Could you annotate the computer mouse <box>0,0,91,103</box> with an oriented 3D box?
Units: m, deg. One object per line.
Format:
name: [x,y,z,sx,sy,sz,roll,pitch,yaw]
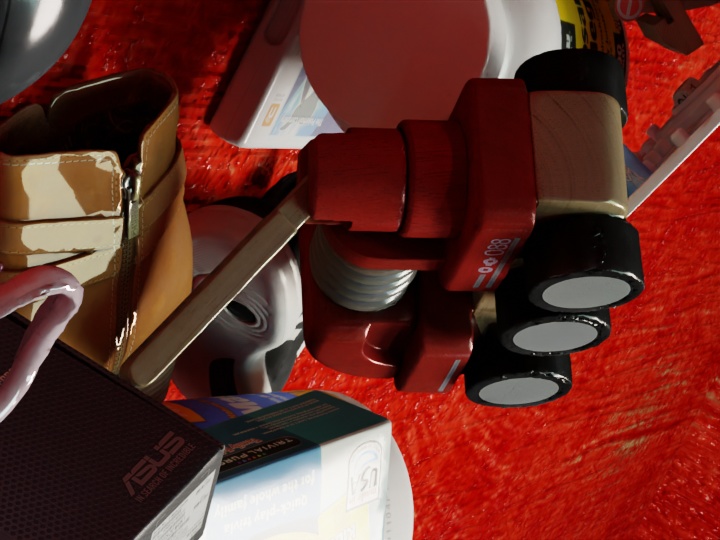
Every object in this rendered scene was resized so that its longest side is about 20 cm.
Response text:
computer mouse: [-0.112,-0.121,0.914,0.140,0.046,0.201,-30,147,-64]

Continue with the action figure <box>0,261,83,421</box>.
action figure: [-0.190,0.049,0.811,0.134,0.148,0.200,-61,180,28]

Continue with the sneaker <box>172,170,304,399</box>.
sneaker: [-0.042,-0.013,1.317,0.112,0.073,0.200,-57,173,-23]

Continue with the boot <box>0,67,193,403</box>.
boot: [-0.131,0.023,1.078,0.200,0.076,0.156,-34,144,-39]

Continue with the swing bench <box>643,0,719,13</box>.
swing bench: [0.161,-0.249,1.357,0.200,0.129,0.200,-53,159,-39]

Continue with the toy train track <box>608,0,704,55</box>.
toy train track: [0.088,-0.175,1.260,0.032,0.201,0.115,-34,-161,-7]

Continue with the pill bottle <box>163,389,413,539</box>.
pill bottle: [-0.080,0.112,1.252,0.199,0.112,0.113,-1,123,-47]

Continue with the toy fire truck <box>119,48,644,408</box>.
toy fire truck: [0.000,0.000,1.144,0.176,0.198,0.130,117,-27,-66]

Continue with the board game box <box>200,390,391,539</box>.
board game box: [-0.058,0.164,1.153,0.150,0.047,0.202,-17,117,-45]

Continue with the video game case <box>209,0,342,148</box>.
video game case: [0.011,-0.140,1.330,0.183,0.023,0.200,-63,165,11]

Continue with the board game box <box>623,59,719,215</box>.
board game box: [0.159,-0.088,1.316,0.200,0.026,0.200,-45,-179,-3]

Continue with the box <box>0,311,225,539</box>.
box: [-0.162,0.085,0.919,0.200,0.157,0.051,-43,157,-45]

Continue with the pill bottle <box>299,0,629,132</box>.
pill bottle: [0.045,-0.097,1.262,0.113,0.112,0.200,-63,164,10]
